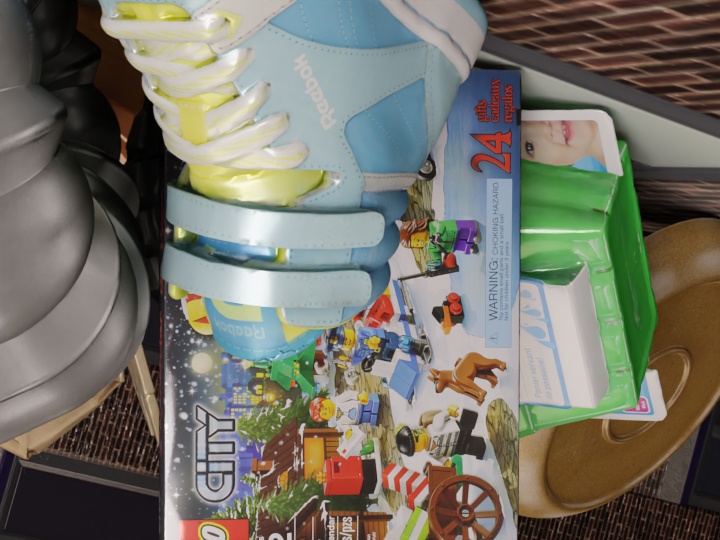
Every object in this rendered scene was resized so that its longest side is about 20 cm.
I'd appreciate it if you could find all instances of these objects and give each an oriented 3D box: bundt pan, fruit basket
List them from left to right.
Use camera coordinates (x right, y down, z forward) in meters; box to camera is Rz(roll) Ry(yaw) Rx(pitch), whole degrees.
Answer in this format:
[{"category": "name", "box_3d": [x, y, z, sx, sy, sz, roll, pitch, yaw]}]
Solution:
[{"category": "bundt pan", "box_3d": [-0.114, -0.045, 0.479, 0.075, 0.203, 0.202, -16, 176, 1]}, {"category": "fruit basket", "box_3d": [0.028, 0.008, 0.749, 0.199, 0.094, 0.186, -3, 130, 16]}]

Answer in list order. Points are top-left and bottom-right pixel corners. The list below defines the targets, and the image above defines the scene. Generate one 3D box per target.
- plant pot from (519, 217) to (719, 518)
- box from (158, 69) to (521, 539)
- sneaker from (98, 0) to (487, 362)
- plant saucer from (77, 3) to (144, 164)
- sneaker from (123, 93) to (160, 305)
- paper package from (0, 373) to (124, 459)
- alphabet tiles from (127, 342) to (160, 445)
[{"category": "plant pot", "box_3d": [0.149, 0.062, 0.912, 0.027, 0.200, 0.200, 44, -166, 34]}, {"category": "box", "box_3d": [-0.008, 0.023, 0.640, 0.136, 0.201, 0.038, 0, -179, -11]}, {"category": "sneaker", "box_3d": [-0.036, -0.044, 0.469, 0.079, 0.131, 0.200, 14, 176, 35]}, {"category": "plant saucer", "box_3d": [-0.168, -0.041, 0.810, 0.200, 0.200, 0.038, 17, -145, -33]}, {"category": "sneaker", "box_3d": [-0.046, 0.007, 0.704, 0.075, 0.201, 0.079, -4, -174, 41]}, {"category": "paper package", "box_3d": [-0.234, -0.021, 0.987, 0.190, 0.103, 0.200, 35, -152, -27]}, {"category": "alphabet tiles", "box_3d": [-0.112, -0.030, 0.673, 0.006, 0.167, 0.200, -17, 138, -10]}]
